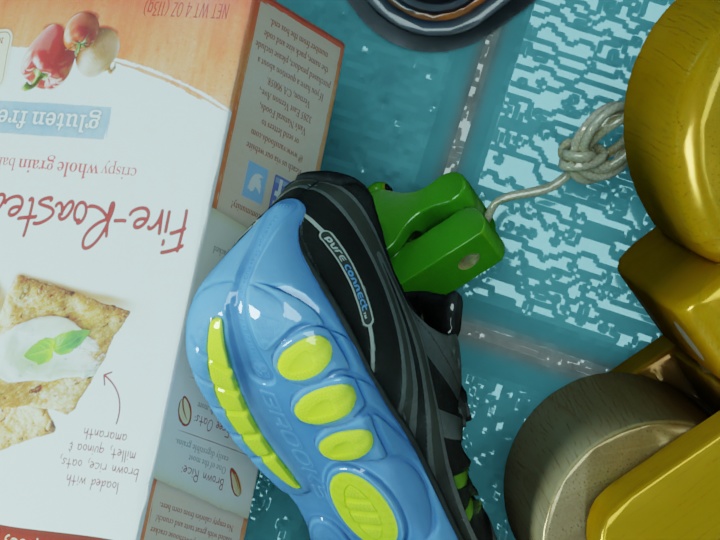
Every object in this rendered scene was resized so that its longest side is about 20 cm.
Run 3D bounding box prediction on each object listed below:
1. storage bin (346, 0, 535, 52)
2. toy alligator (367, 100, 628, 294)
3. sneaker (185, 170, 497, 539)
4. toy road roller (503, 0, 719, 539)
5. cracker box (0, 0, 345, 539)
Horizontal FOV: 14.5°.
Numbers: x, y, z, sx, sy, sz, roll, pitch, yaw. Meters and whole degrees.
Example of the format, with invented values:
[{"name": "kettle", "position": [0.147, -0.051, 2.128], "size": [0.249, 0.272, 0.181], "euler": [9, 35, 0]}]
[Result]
[{"name": "storage bin", "position": [0.011, -0.183, 0.849], "size": [0.145, 0.134, 0.200], "euler": [-36, 86, 3]}, {"name": "toy alligator", "position": [0.000, 0.000, 0.886], "size": [0.200, 0.059, 0.054], "euler": [-38, 45, 2]}, {"name": "sneaker", "position": [0.012, 0.051, 0.828], "size": [0.070, 0.200, 0.083], "euler": [6, 50, 29]}, {"name": "toy road roller", "position": [0.111, 0.002, 0.825], "size": [0.200, 0.123, 0.146], "euler": [-36, 100, 0]}, {"name": "cracker box", "position": [-0.091, 0.016, 0.848], "size": [0.133, 0.058, 0.201], "euler": [5, 79, 33]}]
